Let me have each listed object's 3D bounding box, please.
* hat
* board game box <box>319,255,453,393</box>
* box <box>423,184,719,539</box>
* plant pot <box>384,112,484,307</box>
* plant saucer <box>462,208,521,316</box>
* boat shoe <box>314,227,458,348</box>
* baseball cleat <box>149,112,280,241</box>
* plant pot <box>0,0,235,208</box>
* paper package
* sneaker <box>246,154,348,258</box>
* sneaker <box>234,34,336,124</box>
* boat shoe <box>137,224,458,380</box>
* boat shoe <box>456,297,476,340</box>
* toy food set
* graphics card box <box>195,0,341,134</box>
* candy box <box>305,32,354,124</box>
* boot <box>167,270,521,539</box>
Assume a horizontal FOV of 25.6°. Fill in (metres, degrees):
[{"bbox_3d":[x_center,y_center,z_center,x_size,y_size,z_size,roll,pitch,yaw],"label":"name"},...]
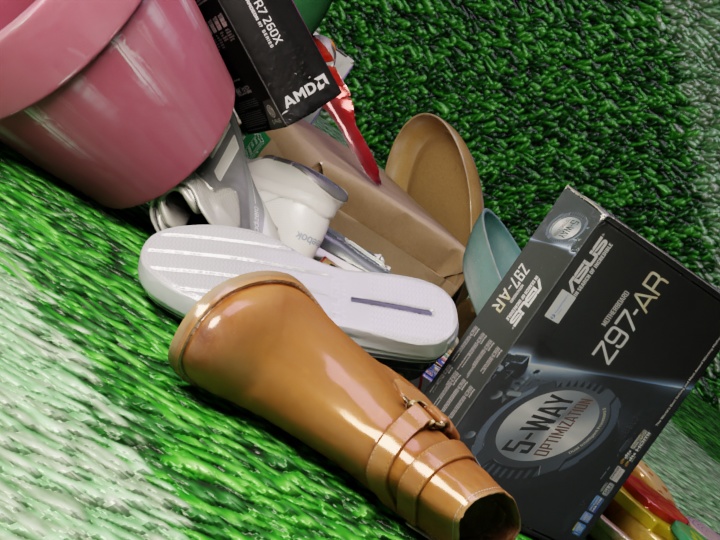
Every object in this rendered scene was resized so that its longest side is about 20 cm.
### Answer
[{"bbox_3d":[-0.084,-0.187,1.314,0.199,0.178,0.165,22,12,35],"label":"hat"},{"bbox_3d":[0.013,0.058,1.125,0.151,0.047,0.200,36,7,1],"label":"board game box"},{"bbox_3d":[0.134,0.068,1.010,0.159,0.201,0.044,30,8,-38],"label":"box"},{"bbox_3d":[0.069,-0.045,1.474,0.027,0.203,0.200,-1,23,-22],"label":"plant pot"},{"bbox_3d":[0.129,0.048,1.264,0.201,0.036,0.201,58,15,-25],"label":"plant saucer"},{"bbox_3d":[0.000,0.000,1.268,0.199,0.062,0.073,30,-36,-8],"label":"boat shoe"},{"bbox_3d":[-0.118,-0.075,1.114,0.201,0.070,0.106,58,18,24],"label":"baseball cleat"},{"bbox_3d":[-0.181,-0.145,1.036,0.179,0.200,0.200,49,-3,-38],"label":"plant pot"},{"bbox_3d":[-0.027,-0.050,1.411,0.190,0.104,0.200,31,9,-31],"label":"paper package"},{"bbox_3d":[-0.097,-0.047,1.199,0.074,0.088,0.199,26,-7,-40],"label":"sneaker"},{"bbox_3d":[-0.119,-0.175,1.375,0.076,0.198,0.093,-112,-178,-59],"label":"sneaker"},{"bbox_3d":[-0.041,0.032,0.959,0.198,0.071,0.073,16,47,-8],"label":"boat shoe"},{"bbox_3d":[0.103,0.075,1.321,0.065,0.073,0.200,40,12,-9],"label":"boat shoe"},{"bbox_3d":[0.226,0.197,1.220,0.197,0.049,0.200,39,8,26],"label":"toy food set"},{"bbox_3d":[-0.093,-0.193,1.084,0.202,0.051,0.125,62,-14,-9],"label":"graphics card box"},{"bbox_3d":[-0.112,-0.204,1.732,0.071,0.169,0.200,32,7,-31],"label":"candy box"},{"bbox_3d":[0.000,0.080,0.828,0.155,0.074,0.199,43,11,32],"label":"boot"}]
